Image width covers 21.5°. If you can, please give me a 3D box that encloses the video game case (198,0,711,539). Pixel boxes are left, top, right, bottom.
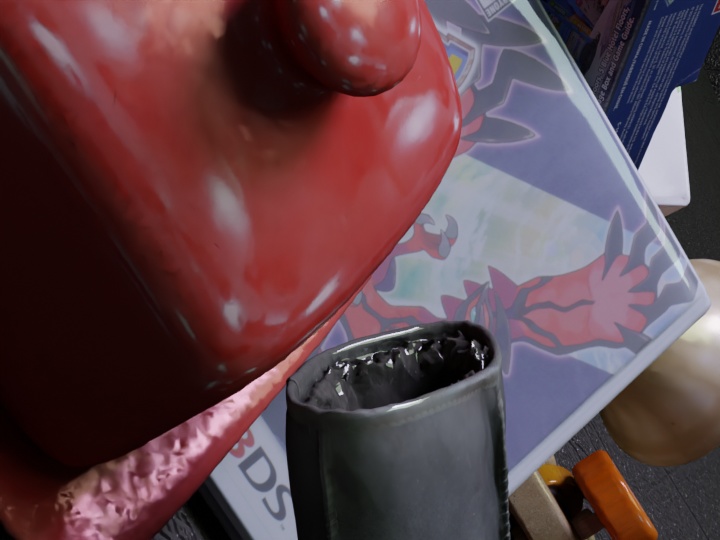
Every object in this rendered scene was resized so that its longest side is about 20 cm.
[{"bbox_3d":[0.011,-0.003,0.647,0.183,0.200,0.023,57,-23,-15],"label":"video game case"}]

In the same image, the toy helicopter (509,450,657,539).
[{"bbox_3d":[0.078,0.099,0.898,0.133,0.079,0.200,58,3,18],"label":"toy helicopter"}]

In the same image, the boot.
[{"bbox_3d":[0.027,0.116,0.562,0.182,0.072,0.202,-25,106,-74],"label":"boot"}]

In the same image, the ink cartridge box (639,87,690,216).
[{"bbox_3d":[0.086,-0.066,0.929,0.200,0.067,0.119,148,-59,-71],"label":"ink cartridge box"}]

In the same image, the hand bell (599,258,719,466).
[{"bbox_3d":[0.085,0.014,0.861,0.199,0.104,0.105,23,38,-38],"label":"hand bell"}]

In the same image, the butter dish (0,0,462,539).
[{"bbox_3d":[-0.044,-0.052,0.507,0.200,0.147,0.200,56,49,-16],"label":"butter dish"}]

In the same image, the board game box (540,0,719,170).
[{"bbox_3d":[0.046,-0.127,0.751,0.061,0.201,0.200,-21,53,-39],"label":"board game box"}]
